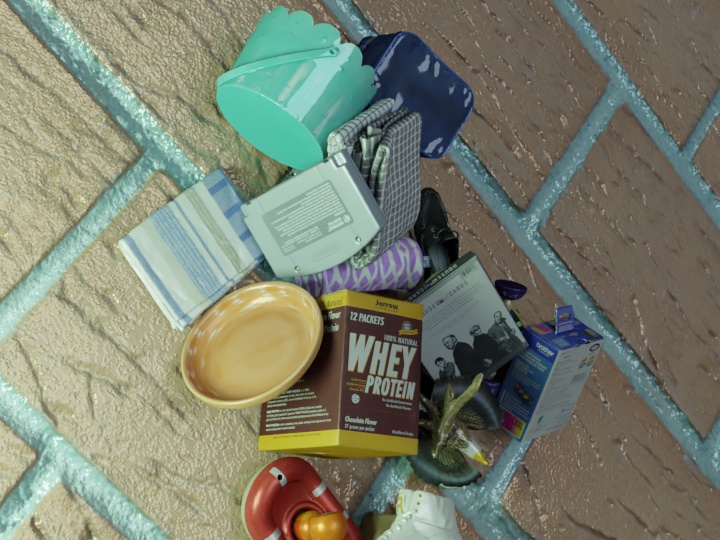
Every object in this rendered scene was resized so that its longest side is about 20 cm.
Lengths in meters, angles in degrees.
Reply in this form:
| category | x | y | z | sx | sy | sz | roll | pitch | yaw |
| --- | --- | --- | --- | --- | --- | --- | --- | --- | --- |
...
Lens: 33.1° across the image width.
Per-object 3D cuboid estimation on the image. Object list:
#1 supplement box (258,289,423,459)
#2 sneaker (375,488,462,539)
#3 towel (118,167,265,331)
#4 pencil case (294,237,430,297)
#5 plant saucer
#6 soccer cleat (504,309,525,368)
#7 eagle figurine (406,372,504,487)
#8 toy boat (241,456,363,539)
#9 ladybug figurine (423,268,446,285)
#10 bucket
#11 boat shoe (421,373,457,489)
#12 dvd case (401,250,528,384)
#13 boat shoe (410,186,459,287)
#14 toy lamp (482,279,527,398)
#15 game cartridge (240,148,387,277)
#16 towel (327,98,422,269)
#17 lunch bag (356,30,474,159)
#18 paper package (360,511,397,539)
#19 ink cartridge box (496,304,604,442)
| category | x | y | z | sx | sy | sz | roll | pitch | yaw |
| --- | --- | --- | --- | --- | --- | --- | --- | --- | --- |
| supplement box | -0.027 | 0.146 | 1.643 | 0.132 | 0.197 | 0.202 | 12 | 74 | -34 |
| sneaker | 0.046 | 0.353 | 1.628 | 0.199 | 0.074 | 0.116 | 2 | 68 | -30 |
| towel | -0.220 | -0.031 | 1.645 | 0.200 | 0.024 | 0.147 | -42 | 104 | -35 |
| pencil case | 0.000 | 0.000 | 1.763 | 0.199 | 0.084 | 0.086 | -5 | 96 | -34 |
| plant saucer | -0.138 | 0.101 | 1.586 | 0.201 | 0.199 | 0.038 | -57 | 141 | -28 |
| soccer cleat | 0.224 | 0.102 | 1.918 | 0.200 | 0.067 | 0.081 | 44 | 68 | -22 |
| eagle figurine | 0.128 | 0.227 | 1.717 | 0.151 | 0.200 | 0.152 | -18 | 76 | 7 |
| toy boat | -0.064 | 0.341 | 1.618 | 0.130 | 0.130 | 0.201 | -43 | 101 | -34 |
| ladybug figurine | 0.136 | 0.079 | 1.804 | 0.135 | 0.072 | 0.201 | -16 | 122 | -15 |
| bucket | -0.092 | -0.246 | 1.670 | 0.207 | 0.207 | 0.135 | 42 | 69 | -22 |
| boat shoe | 0.108 | 0.238 | 1.809 | 0.074 | 0.062 | 0.201 | -32 | 102 | -37 |
| dvd case | 0.144 | 0.085 | 1.750 | 0.150 | 0.025 | 0.200 | -36 | 125 | -2 |
| boat shoe | 0.124 | -0.034 | 1.866 | 0.074 | 0.066 | 0.201 | 6 | 79 | -37 |
| toy lamp | 0.207 | 0.116 | 1.866 | 0.058 | 0.058 | 0.202 | 3 | 106 | -35 |
| game cartridge | -0.061 | -0.068 | 1.634 | 0.040 | 0.199 | 0.134 | -34 | 98 | -52 |
| towel | 0.025 | -0.121 | 1.681 | 0.166 | 0.085 | 0.201 | -40 | 141 | -53 |
| lunch bag | 0.052 | -0.264 | 1.820 | 0.200 | 0.132 | 0.136 | 41 | 75 | -25 |
| paper package | 0.062 | 0.469 | 1.708 | 0.190 | 0.103 | 0.201 | 37 | 63 | -23 |
| ink cartridge box | 0.293 | 0.153 | 1.872 | 0.136 | 0.076 | 0.201 | -9 | 126 | -49 |
